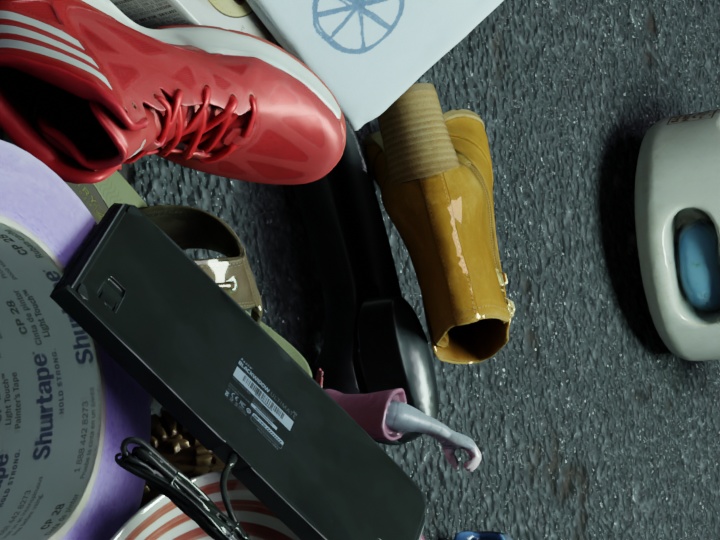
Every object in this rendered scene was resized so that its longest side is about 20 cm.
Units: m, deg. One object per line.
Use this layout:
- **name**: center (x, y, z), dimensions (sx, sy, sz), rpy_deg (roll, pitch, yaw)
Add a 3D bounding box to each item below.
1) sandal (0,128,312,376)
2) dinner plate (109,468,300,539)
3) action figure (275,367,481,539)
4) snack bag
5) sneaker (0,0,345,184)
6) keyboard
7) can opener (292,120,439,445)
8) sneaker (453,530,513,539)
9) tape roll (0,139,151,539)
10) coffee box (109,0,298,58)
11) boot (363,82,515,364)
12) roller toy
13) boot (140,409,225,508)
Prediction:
- **sandal**: center (-0.089, -0.003, 1.004), dimensions (0.201, 0.057, 0.080), rpy_deg (48, 27, -23)
- **dinner plate**: center (-0.055, 0.184, 0.908), dimensions (0.199, 0.024, 0.202), rpy_deg (4, 84, -41)
- **action figure**: center (-0.026, 0.119, 1.070), dimensions (0.148, 0.134, 0.201), rpy_deg (20, 27, -31)
- **snack bag**: center (0.021, -0.192, 1.030), dimensions (0.189, 0.200, 0.021), rpy_deg (50, -1, -39)
- **sneaker**: center (-0.090, -0.061, 0.962), dimensions (0.199, 0.079, 0.116), rpy_deg (18, 32, -23)
- **keyboard**: center (-0.053, 0.072, 0.895), dimensions (0.200, 0.021, 0.127), rpy_deg (45, 34, -14)
- **can opener**: center (0.000, 0.000, 1.187), dimensions (0.063, 0.078, 0.202), rpy_deg (3, 70, -54)
- **sneaker**: center (0.089, 0.195, 1.268), dimensions (0.200, 0.077, 0.086), rpy_deg (21, 60, -56)
- **tape roll**: center (-0.176, 0.051, 0.859), dimensions (0.200, 0.084, 0.202), rpy_deg (24, 62, -54)
- **coffee box**: center (-0.095, -0.153, 1.050), dimensions (0.200, 0.079, 0.114), rpy_deg (44, 46, -45)
- **boot**: center (0.048, -0.018, 1.208), dimensions (0.201, 0.070, 0.145), rpy_deg (34, 42, -81)
- **roller toy**: center (0.274, -0.030, 1.569), dimensions (0.183, 0.139, 0.201), rpy_deg (53, 37, -54)
- **boot**: center (-0.093, 0.160, 0.994), dimensions (0.108, 0.074, 0.201), rpy_deg (74, 22, -46)
